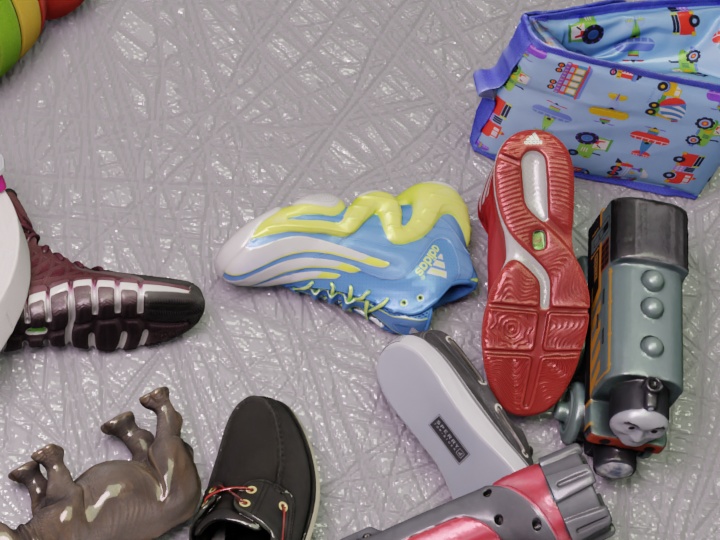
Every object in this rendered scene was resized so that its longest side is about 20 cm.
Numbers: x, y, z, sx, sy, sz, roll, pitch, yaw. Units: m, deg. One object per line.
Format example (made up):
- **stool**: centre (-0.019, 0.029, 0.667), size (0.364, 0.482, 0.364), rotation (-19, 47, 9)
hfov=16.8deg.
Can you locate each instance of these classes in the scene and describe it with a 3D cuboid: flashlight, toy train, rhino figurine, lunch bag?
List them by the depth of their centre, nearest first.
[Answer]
- **rhino figurine**: centre (-0.192, 0.159, 1.593), size (0.199, 0.060, 0.088), rotation (-28, 82, -24)
- **flashlight**: centre (0.067, 0.183, 1.609), size (0.199, 0.068, 0.068), rotation (-25, 96, 1)
- **toy train**: centre (0.190, 0.045, 1.732), size (0.085, 0.114, 0.201), rotation (11, 59, -9)
- **lunch bag**: centre (0.179, -0.129, 1.804), size (0.199, 0.151, 0.095), rotation (1, 61, -16)

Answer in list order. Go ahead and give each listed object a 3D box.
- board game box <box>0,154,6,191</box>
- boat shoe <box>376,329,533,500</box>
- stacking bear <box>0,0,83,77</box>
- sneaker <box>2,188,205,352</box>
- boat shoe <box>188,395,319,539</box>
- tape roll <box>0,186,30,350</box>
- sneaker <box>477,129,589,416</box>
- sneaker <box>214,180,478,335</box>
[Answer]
- **board game box**: centre (-0.365, -0.037, 1.612), size (0.199, 0.026, 0.200), rotation (26, 62, 27)
- **boat shoe**: centre (0.087, 0.126, 1.691), size (0.200, 0.070, 0.066), rotation (53, 38, 10)
- **stacking bear**: centre (-0.273, -0.189, 1.739), size (0.121, 0.114, 0.200), rotation (45, 55, 11)
- **sneaker**: centre (-0.210, -0.008, 1.673), size (0.199, 0.076, 0.116), rotation (-2, 59, -16)
- **boat shoe**: centre (-0.074, 0.169, 1.607), size (0.073, 0.063, 0.203), rotation (-10, 57, 25)
- **tape roll**: centre (-0.319, 0.004, 1.613), size (0.201, 0.037, 0.204), rotation (-5, 53, 7)
- **sneaker**: centre (0.122, 0.002, 1.758), size (0.078, 0.116, 0.202), rotation (6, 90, -2)
- **sneaker**: centre (0.000, 0.000, 1.726), size (0.199, 0.076, 0.106), rotation (-15, 67, -23)
